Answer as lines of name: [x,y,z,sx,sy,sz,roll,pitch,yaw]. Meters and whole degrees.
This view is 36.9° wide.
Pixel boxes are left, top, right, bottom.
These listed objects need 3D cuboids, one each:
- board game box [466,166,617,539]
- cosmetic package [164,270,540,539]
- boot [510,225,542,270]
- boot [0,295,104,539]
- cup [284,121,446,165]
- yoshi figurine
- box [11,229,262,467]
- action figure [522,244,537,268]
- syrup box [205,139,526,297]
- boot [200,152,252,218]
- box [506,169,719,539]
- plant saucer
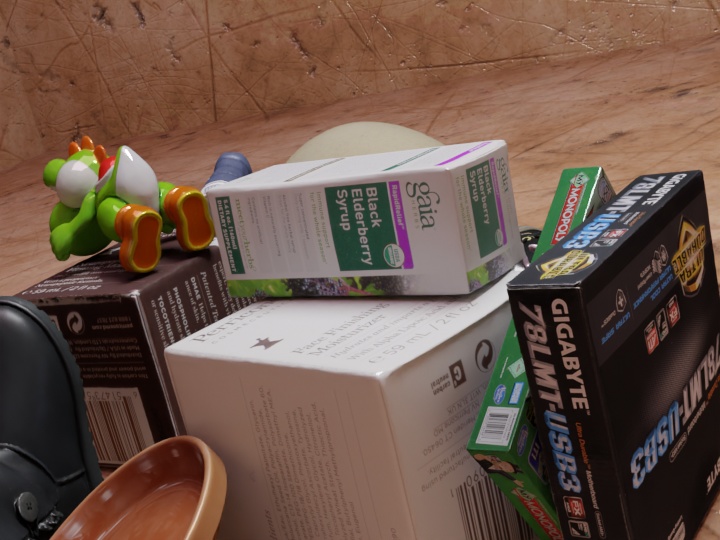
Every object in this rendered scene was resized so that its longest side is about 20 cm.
board game box: [0.133,0.056,0.655,0.029,0.135,0.200,-2,52,37]
cosmetic package: [0.010,0.101,0.699,0.199,0.166,0.165,2,21,44]
boot: [0.194,0.011,1.040,0.153,0.074,0.203,21,13,33]
boot: [-0.260,0.131,0.765,0.076,0.201,0.168,-13,10,16]
cup: [0.036,-0.019,0.850,0.200,0.201,0.143,-20,13,-21]
yoshi figurine: [-0.220,-0.044,0.969,0.200,0.112,0.112,24,79,44]
box: [-0.182,0.063,0.991,0.165,0.165,0.200,-4,18,31]
action figure: [0.153,0.065,0.821,0.149,0.134,0.200,31,3,17]
syrup box: [0.001,-0.032,0.716,0.199,0.079,0.081,-1,17,37]
boot: [-0.139,-0.027,1.188,0.072,0.201,0.090,7,36,3]
box: [0.166,0.064,0.635,0.050,0.199,0.200,-4,18,37]
plant saucer: [-0.152,0.189,0.650,0.200,0.032,0.201,-39,22,19]
